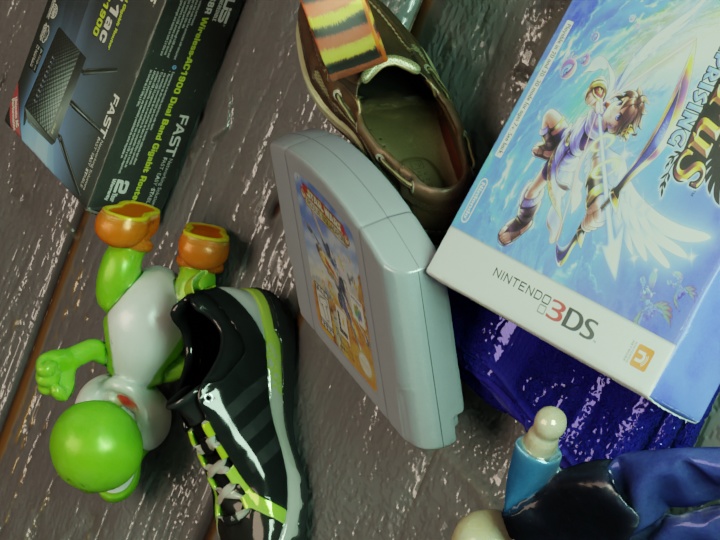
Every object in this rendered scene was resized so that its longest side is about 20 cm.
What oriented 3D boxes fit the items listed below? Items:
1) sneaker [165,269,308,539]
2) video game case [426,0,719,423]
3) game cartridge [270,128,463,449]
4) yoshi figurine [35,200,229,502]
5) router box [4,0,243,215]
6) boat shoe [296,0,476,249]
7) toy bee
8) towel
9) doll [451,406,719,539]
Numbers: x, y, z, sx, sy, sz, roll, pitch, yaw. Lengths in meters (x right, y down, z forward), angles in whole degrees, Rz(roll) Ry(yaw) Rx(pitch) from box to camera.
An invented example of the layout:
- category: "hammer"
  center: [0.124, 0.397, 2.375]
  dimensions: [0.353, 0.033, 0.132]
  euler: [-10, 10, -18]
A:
- category: "sneaker"
  center: [-0.088, 0.101, 1.491]
  dimensions: [0.072, 0.083, 0.201]
  euler: [-27, 62, 48]
- category: "video game case"
  center: [0.143, -0.050, 1.201]
  dimensions: [0.181, 0.045, 0.201]
  euler: [30, 92, 48]
- category: "game cartridge"
  center: [0.000, 0.000, 1.367]
  dimensions: [0.200, 0.041, 0.134]
  euler: [-133, 25, -57]
- category: "yoshi figurine"
  center: [-0.151, 0.064, 1.569]
  dimensions: [0.112, 0.112, 0.201]
  euler: [29, 109, 45]
- category: "router box"
  center: [-0.163, -0.154, 1.664]
  dimensions: [0.150, 0.062, 0.201]
  euler: [42, 116, 48]
- category: "boat shoe"
  center: [0.020, -0.102, 1.384]
  dimensions: [0.075, 0.074, 0.203]
  euler: [90, 155, -56]
- category: "toy bee"
  center: [-0.043, -0.208, 1.353]
  dimensions: [0.131, 0.109, 0.200]
  euler: [-38, 59, -8]
- category: "towel"
  center: [0.111, 0.025, 1.267]
  dimensions: [0.200, 0.049, 0.148]
  euler: [43, 117, 49]
- category: "doll"
  center: [0.125, 0.119, 1.174]
  dimensions: [0.199, 0.137, 0.049]
  euler: [-17, 32, 40]
